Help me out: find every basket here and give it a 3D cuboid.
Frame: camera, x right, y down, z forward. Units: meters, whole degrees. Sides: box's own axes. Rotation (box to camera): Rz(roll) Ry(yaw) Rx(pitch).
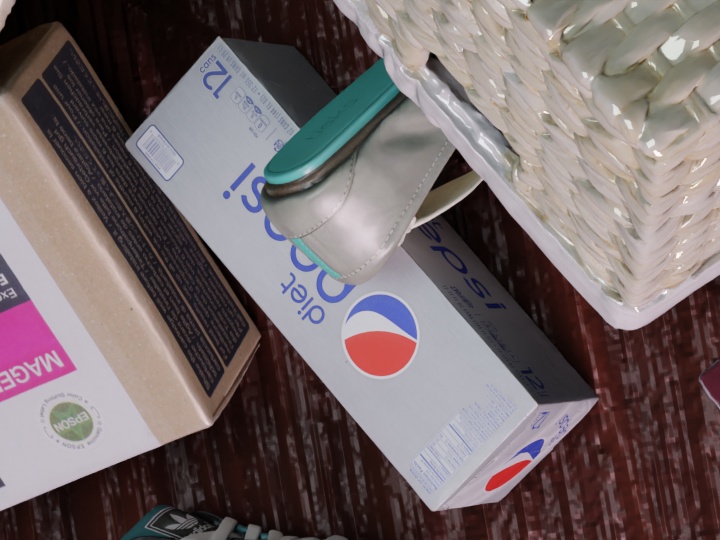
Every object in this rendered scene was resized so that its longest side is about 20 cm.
[{"bbox_3d":[0.107,-0.125,1.037,0.200,0.161,0.198,-36,73,-9],"label":"basket"}]

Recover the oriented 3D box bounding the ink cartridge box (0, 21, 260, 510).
[{"bbox_3d":[-0.168,0.014,1.234,0.199,0.075,0.165,-23,110,25],"label":"ink cartridge box"}]

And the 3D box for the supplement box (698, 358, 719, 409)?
[{"bbox_3d":[0.233,0.023,1.074,0.200,0.061,0.109,-39,74,22],"label":"supplement box"}]

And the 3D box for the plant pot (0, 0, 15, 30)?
[{"bbox_3d":[-0.247,-0.153,1.110,0.200,0.183,0.202,-11,76,48],"label":"plant pot"}]

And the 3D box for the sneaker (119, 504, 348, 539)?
[{"bbox_3d":[-0.057,0.130,1.219,0.199,0.071,0.080,-18,87,28],"label":"sneaker"}]

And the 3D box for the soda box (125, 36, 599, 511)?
[{"bbox_3d":[0.000,0.000,1.188,0.063,0.068,0.200,-47,72,18],"label":"soda box"}]

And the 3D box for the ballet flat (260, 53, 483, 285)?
[{"bbox_3d":[0.041,-0.076,1.148,0.064,0.200,0.067,49,160,-21],"label":"ballet flat"}]
